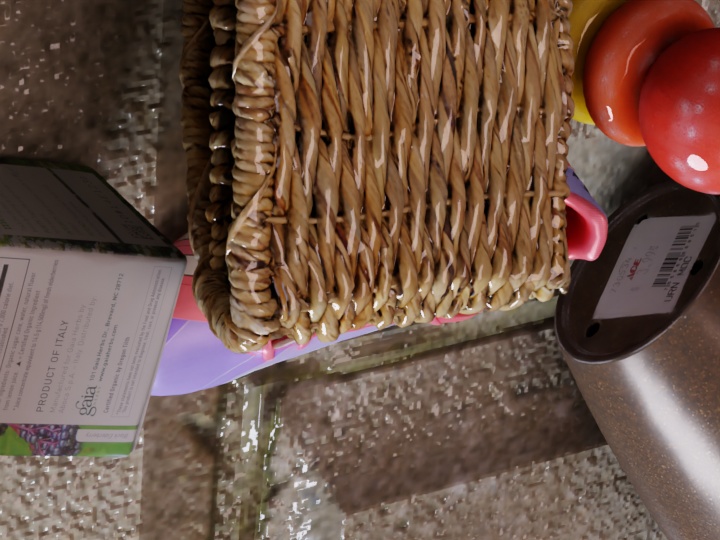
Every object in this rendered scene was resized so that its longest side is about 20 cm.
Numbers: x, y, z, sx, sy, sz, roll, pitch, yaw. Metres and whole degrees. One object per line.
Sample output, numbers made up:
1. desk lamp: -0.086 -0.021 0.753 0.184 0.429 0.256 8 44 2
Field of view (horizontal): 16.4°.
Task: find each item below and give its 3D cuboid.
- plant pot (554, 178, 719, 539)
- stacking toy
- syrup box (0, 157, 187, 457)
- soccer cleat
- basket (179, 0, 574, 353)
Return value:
1. plant pot: 0.181 0.055 1.058 0.200 0.187 0.187 40 90 -28
2. stacking toy: 0.077 -0.087 0.868 0.085 0.200 0.086 -18 124 -29
3. syrup box: -0.166 0.008 0.833 0.199 0.079 0.082 3 114 -37
4. soccer cleat: 0.000 0.000 0.948 0.199 0.076 0.067 -23 127 -24
5. basket: -0.025 -0.085 0.822 0.148 0.142 0.202 -8 103 -42
